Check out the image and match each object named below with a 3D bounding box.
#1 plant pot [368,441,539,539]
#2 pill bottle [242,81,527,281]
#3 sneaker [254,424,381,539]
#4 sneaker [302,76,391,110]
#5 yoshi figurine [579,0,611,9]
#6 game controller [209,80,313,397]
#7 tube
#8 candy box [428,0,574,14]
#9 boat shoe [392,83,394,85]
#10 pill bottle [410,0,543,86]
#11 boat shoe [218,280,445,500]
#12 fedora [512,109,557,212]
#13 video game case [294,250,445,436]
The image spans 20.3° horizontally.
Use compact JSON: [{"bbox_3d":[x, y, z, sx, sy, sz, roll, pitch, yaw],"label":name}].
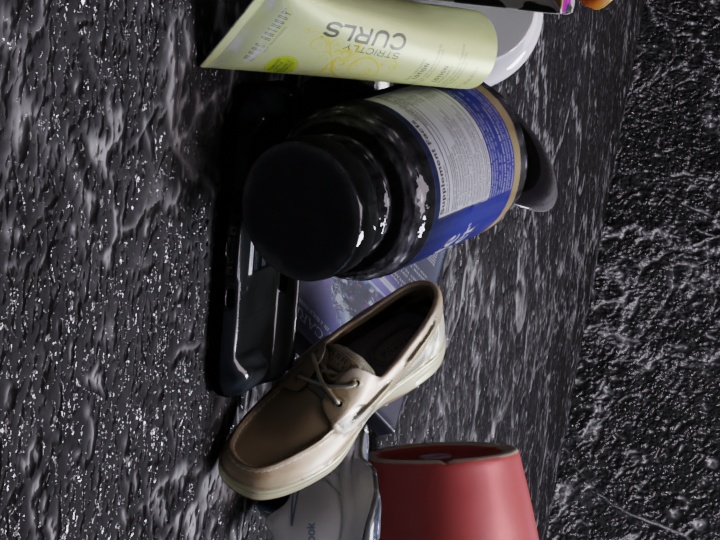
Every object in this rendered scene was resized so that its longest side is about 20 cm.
[{"bbox_3d":[0.073,0.248,1.775,0.200,0.199,0.179,-11,98,-77],"label":"plant pot"},{"bbox_3d":[0.015,-0.057,1.263,0.200,0.111,0.113,-24,122,-55],"label":"pill bottle"},{"bbox_3d":[-0.034,0.141,1.440,0.200,0.086,0.075,-103,-167,-69],"label":"sneaker"},{"bbox_3d":[-0.005,-0.144,1.390,0.089,0.074,0.201,-64,159,-51],"label":"sneaker"},{"bbox_3d":[0.090,-0.252,1.321,0.112,0.200,0.112,-14,-139,58],"label":"yoshi figurine"},{"bbox_3d":[-0.066,-0.021,1.291,0.104,0.042,0.201,-16,113,-62],"label":"game controller"},{"bbox_3d":[-0.001,-0.139,1.212,0.199,0.052,0.058,1,103,-44],"label":"tube"},{"bbox_3d":[0.039,-0.236,1.242,0.061,0.199,0.137,-32,127,-75],"label":"candy box"},{"bbox_3d":[0.093,-0.178,1.643,0.200,0.061,0.073,-29,130,-51],"label":"boat shoe"},{"bbox_3d":[0.071,-0.182,1.440,0.200,0.111,0.113,-150,-113,-87],"label":"pill bottle"},{"bbox_3d":[-0.017,0.075,1.336,0.200,0.072,0.065,-36,149,-30],"label":"boat shoe"},{"bbox_3d":[0.071,-0.084,1.660,0.091,0.176,0.200,-56,-162,28],"label":"fedora"},{"bbox_3d":[0.000,0.000,1.460,0.143,0.019,0.201,47,42,-30],"label":"video game case"}]
